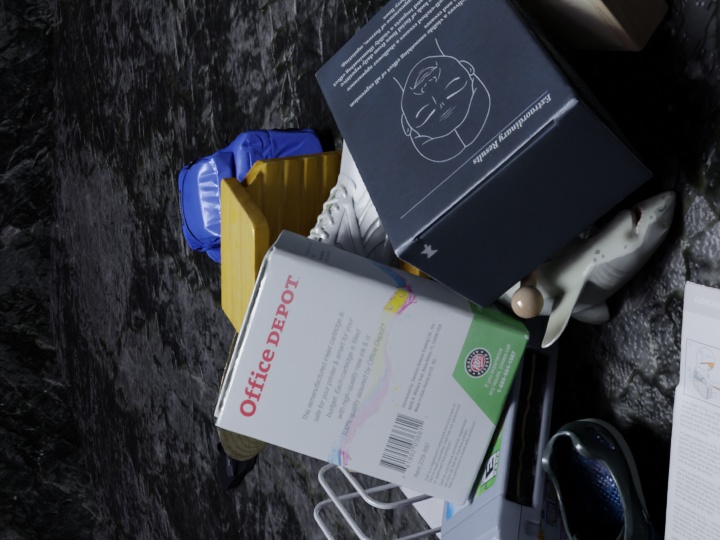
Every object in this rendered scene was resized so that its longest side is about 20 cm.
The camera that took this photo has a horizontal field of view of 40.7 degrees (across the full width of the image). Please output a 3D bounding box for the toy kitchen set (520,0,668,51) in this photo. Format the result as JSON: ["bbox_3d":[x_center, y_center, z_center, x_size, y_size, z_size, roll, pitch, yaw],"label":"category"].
[{"bbox_3d":[0.139,-0.289,0.666,0.200,0.180,0.163,-56,33,-6],"label":"toy kitchen set"}]

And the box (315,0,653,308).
[{"bbox_3d":[0.077,-0.104,0.675,0.148,0.107,0.200,-40,46,20],"label":"box"}]

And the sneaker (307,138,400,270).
[{"bbox_3d":[-0.013,-0.025,0.798,0.078,0.099,0.200,179,90,-75],"label":"sneaker"}]

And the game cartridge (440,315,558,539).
[{"bbox_3d":[0.106,0.142,0.758,0.133,0.040,0.200,113,172,-57],"label":"game cartridge"}]

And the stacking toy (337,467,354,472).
[{"bbox_3d":[0.008,0.117,1.033,0.085,0.085,0.200,53,140,46],"label":"stacking toy"}]

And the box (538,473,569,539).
[{"bbox_3d":[0.156,0.244,0.808,0.137,0.039,0.200,10,106,63],"label":"box"}]

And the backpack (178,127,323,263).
[{"bbox_3d":[-0.138,-0.088,1.188,0.200,0.168,0.163,173,96,-68],"label":"backpack"}]

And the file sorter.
[{"bbox_3d":[0.037,0.179,0.940,0.139,0.124,0.200,43,134,52],"label":"file sorter"}]

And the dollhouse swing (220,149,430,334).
[{"bbox_3d":[0.000,0.000,0.887,0.176,0.200,0.182,29,123,51],"label":"dollhouse swing"}]

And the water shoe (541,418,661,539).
[{"bbox_3d":[0.177,0.204,0.674,0.071,0.079,0.200,-31,74,28],"label":"water shoe"}]

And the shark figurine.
[{"bbox_3d":[0.144,0.011,0.737,0.214,0.089,0.128,2,65,56],"label":"shark figurine"}]

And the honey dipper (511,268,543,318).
[{"bbox_3d":[0.123,-0.058,0.708,0.038,0.038,0.200,136,147,-59],"label":"honey dipper"}]

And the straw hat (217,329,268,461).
[{"bbox_3d":[-0.060,0.109,0.987,0.085,0.201,0.201,14,115,21],"label":"straw hat"}]

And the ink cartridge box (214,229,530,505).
[{"bbox_3d":[0.006,0.071,0.741,0.088,0.200,0.145,-92,20,-77],"label":"ink cartridge box"}]

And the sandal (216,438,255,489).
[{"bbox_3d":[-0.211,0.305,1.581,0.076,0.043,0.200,65,150,31],"label":"sandal"}]

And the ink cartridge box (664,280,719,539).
[{"bbox_3d":[0.255,0.116,0.569,0.161,0.050,0.200,21,112,62],"label":"ink cartridge box"}]
